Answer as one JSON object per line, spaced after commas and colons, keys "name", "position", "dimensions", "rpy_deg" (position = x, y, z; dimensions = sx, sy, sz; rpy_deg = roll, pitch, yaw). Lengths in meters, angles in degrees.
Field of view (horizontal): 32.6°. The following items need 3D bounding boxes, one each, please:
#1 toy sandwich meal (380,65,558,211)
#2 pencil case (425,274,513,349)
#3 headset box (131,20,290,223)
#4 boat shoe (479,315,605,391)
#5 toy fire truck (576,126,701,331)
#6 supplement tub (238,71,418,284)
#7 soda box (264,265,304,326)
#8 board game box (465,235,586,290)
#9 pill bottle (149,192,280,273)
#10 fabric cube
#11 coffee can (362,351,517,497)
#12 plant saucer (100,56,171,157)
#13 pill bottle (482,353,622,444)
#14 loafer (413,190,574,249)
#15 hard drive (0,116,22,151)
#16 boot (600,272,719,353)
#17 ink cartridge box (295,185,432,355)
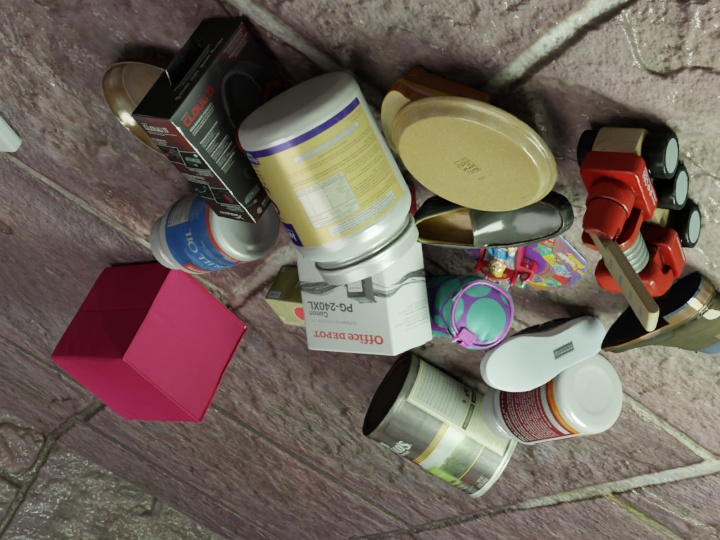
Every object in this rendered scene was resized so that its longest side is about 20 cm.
{"name": "toy sandwich meal", "position": [0.120, -0.140, 1.321], "dimensions": [0.204, 0.071, 0.206], "rpy_deg": [18, 153, 10]}
{"name": "pencil case", "position": [0.116, 0.051, 1.571], "dimensions": [0.085, 0.092, 0.200], "rpy_deg": [49, 167, -13]}
{"name": "headset box", "position": [-0.155, -0.175, 1.398], "dimensions": [0.075, 0.149, 0.200], "rpy_deg": [12, 150, 42]}
{"name": "boat shoe", "position": [0.219, 0.099, 1.550], "dimensions": [0.066, 0.199, 0.070], "rpy_deg": [2, 110, 57]}
{"name": "toy fire truck", "position": [0.275, -0.021, 1.239], "dimensions": [0.128, 0.201, 0.176], "rpy_deg": [8, 148, 33]}
{"name": "supplement tub", "position": [-0.031, -0.101, 1.362], "dimensions": [0.145, 0.145, 0.201], "rpy_deg": [-5, 119, 46]}
{"name": "soda box", "position": [-0.035, 0.045, 1.782], "dimensions": [0.199, 0.064, 0.068], "rpy_deg": [7, 147, 34]}
{"name": "board game box", "position": [0.176, -0.021, 1.502], "dimensions": [0.200, 0.039, 0.158], "rpy_deg": [41, 150, -27]}
{"name": "pill bottle", "position": [-0.209, -0.055, 1.706], "dimensions": [0.112, 0.113, 0.199], "rpy_deg": [40, 150, -25]}
{"name": "fabric cube", "position": [-0.347, 0.119, 2.039], "dimensions": [0.199, 0.201, 0.196], "rpy_deg": [-5, 139, 43]}
{"name": "coffee can", "position": [0.124, 0.236, 1.887], "dimensions": [0.199, 0.147, 0.146], "rpy_deg": [30, 153, -9]}
{"name": "plant saucer", "position": [-0.232, -0.203, 1.552], "dimensions": [0.199, 0.035, 0.201], "rpy_deg": [22, 153, 11]}
{"name": "pill bottle", "position": [0.259, 0.181, 1.706], "dimensions": [0.113, 0.113, 0.200], "rpy_deg": [36, 152, -18]}
{"name": "loafer", "position": [0.146, -0.051, 1.411], "dimensions": [0.199, 0.072, 0.073], "rpy_deg": [-5, 108, 34]}
{"name": "hard drive", "position": [-0.601, -0.252, 1.798], "dimensions": [0.131, 0.026, 0.200], "rpy_deg": [7, 147, 33]}
{"name": "boot", "position": [0.374, 0.078, 1.467], "dimensions": [0.097, 0.075, 0.200], "rpy_deg": [35, 150, -10]}
{"name": "ink cartridge box", "position": [0.000, 0.000, 1.533], "dimensions": [0.145, 0.083, 0.202], "rpy_deg": [1, 103, 39]}
